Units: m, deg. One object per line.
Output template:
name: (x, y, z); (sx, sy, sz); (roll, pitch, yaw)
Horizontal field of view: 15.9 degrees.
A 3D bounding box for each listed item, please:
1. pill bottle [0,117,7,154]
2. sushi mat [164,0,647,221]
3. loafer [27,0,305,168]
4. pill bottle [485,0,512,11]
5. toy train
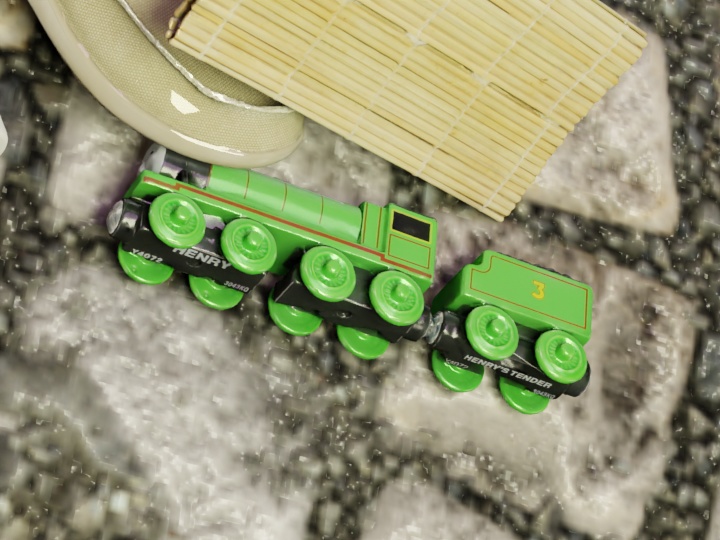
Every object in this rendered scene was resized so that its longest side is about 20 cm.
pill bottle: (-0.193, -0.119, 0.864); (0.112, 0.112, 0.200); (-18, 82, -31)
sushi mat: (0.022, -0.086, 0.937); (0.200, 0.096, 0.012); (26, 21, -46)
loafer: (-0.087, -0.121, 0.933); (0.200, 0.068, 0.076); (46, 36, -5)
pill bottle: (-0.012, -0.178, 0.927); (0.200, 0.114, 0.115); (41, 52, -48)
toy train: (0.000, 0.000, 0.963); (0.200, 0.042, 0.057); (20, 54, -19)
